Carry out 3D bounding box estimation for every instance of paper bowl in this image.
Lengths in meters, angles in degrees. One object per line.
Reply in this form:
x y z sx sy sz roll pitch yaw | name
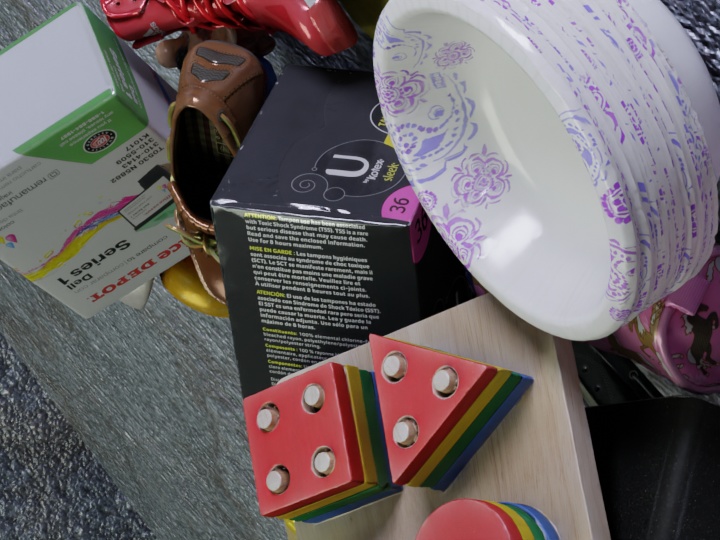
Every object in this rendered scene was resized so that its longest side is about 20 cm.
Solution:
0.104 -0.074 1.112 0.201 0.104 0.201 47 156 29 | paper bowl

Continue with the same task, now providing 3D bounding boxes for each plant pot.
0.202 0.191 1.236 0.199 0.179 0.199 24 167 -13 | plant pot

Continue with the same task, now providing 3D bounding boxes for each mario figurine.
-0.092 -0.116 1.486 0.123 0.105 0.201 -9 105 63 | mario figurine

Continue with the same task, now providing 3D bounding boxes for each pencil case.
0.143 0.007 1.247 0.200 0.086 0.084 24 113 54 | pencil case

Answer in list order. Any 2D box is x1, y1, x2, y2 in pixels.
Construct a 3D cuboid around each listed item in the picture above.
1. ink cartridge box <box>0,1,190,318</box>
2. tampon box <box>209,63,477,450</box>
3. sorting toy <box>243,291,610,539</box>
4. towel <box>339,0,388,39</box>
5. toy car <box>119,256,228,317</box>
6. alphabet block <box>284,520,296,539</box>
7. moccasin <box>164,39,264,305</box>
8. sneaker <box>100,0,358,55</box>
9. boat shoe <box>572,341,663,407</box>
-0.183 -0.067 1.456 0.200 0.144 0.084 43 -161 -58 | ink cartridge box
0.000 0.000 1.351 0.125 0.150 0.201 7 131 15 | tampon box
0.029 0.124 1.207 0.069 0.198 0.202 15 -121 -49 | sorting toy
0.005 -0.198 1.262 0.144 0.023 0.200 53 163 -11 | towel
-0.103 -0.050 1.660 0.173 0.151 0.200 10 -160 -12 | toy car
0.071 0.222 1.742 0.196 0.195 0.200 40 163 20 | alphabet block
-0.087 -0.047 1.376 0.073 0.078 0.202 19 141 10 | moccasin
-0.087 -0.160 1.368 0.078 0.115 0.200 52 176 -39 | sneaker
0.138 0.045 1.407 0.201 0.062 0.075 57 174 26 | boat shoe
